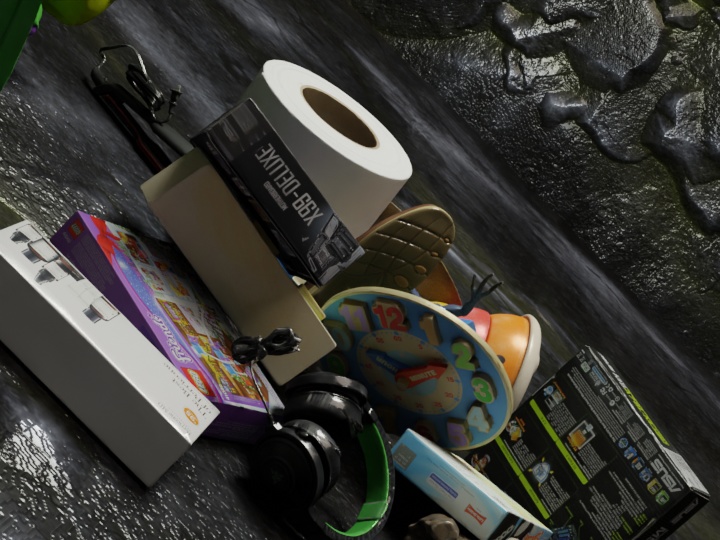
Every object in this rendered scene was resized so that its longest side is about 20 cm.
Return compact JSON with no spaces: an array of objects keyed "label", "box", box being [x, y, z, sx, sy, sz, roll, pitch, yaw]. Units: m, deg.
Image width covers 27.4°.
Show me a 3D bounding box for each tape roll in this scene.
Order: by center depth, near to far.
[{"label":"tape roll","box":[-0.062,-0.115,1.616,0.202,0.139,0.203,34,20,-15]}]

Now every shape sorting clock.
[{"label":"shape sorting clock","box":[0.044,0.094,1.347,0.200,0.200,0.039,44,48,-7]}]

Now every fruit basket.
[{"label":"fruit basket","box":[-0.307,-0.265,1.363,0.215,0.156,0.216,27,24,-13]}]

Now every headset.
[{"label":"headset","box":[-0.030,0.124,1.139,0.200,0.094,0.124,53,42,-24]}]

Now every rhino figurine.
[{"label":"rhino figurine","box":[0.112,0.277,1.241,0.200,0.060,0.087,43,-8,-12]}]

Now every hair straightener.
[{"label":"hair straightener","box":[-0.209,-0.165,1.521,0.200,0.077,0.041,51,17,20]}]

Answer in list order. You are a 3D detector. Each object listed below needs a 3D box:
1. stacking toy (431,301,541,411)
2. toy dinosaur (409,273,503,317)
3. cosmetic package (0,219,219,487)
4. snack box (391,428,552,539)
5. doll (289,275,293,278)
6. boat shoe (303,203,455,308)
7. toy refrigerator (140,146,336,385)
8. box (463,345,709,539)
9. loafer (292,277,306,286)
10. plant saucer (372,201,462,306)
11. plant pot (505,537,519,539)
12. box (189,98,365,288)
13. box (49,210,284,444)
[{"label":"stacking toy","box":[0.087,0.085,1.639,0.199,0.146,0.146,23,18,-7]},{"label":"toy dinosaur","box":[0.064,0.078,1.501,0.182,0.200,0.105,47,49,-9]},{"label":"cosmetic package","box":[-0.192,0.055,1.037,0.200,0.051,0.083,45,16,-2]},{"label":"snack box","box":[0.102,0.206,1.342,0.116,0.037,0.200,38,0,24]},{"label":"doll","box":[-0.108,-0.037,1.431,0.136,0.048,0.200,39,30,-24]},{"label":"boat shoe","box":[0.000,0.001,1.411,0.072,0.200,0.068,48,8,-24]},{"label":"toy refrigerator","box":[-0.103,-0.005,1.280,0.200,0.070,0.076,57,-4,-19]},{"label":"box","box":[0.211,0.207,1.446,0.047,0.193,0.200,27,23,-45]},{"label":"loafer","box":[-0.027,0.038,1.490,0.200,0.068,0.076,48,14,9]},{"label":"plant saucer","box":[0.042,-0.003,1.722,0.200,0.035,0.200,48,-17,19]},{"label":"plant pot","box":[0.140,0.300,1.063,0.183,0.201,0.200,37,12,15]},{"label":"box","box":[-0.076,-0.067,1.273,0.158,0.050,0.200,53,-6,-9]},{"label":"box","box":[-0.152,0.047,1.185,0.200,0.039,0.137,54,16,28]}]
